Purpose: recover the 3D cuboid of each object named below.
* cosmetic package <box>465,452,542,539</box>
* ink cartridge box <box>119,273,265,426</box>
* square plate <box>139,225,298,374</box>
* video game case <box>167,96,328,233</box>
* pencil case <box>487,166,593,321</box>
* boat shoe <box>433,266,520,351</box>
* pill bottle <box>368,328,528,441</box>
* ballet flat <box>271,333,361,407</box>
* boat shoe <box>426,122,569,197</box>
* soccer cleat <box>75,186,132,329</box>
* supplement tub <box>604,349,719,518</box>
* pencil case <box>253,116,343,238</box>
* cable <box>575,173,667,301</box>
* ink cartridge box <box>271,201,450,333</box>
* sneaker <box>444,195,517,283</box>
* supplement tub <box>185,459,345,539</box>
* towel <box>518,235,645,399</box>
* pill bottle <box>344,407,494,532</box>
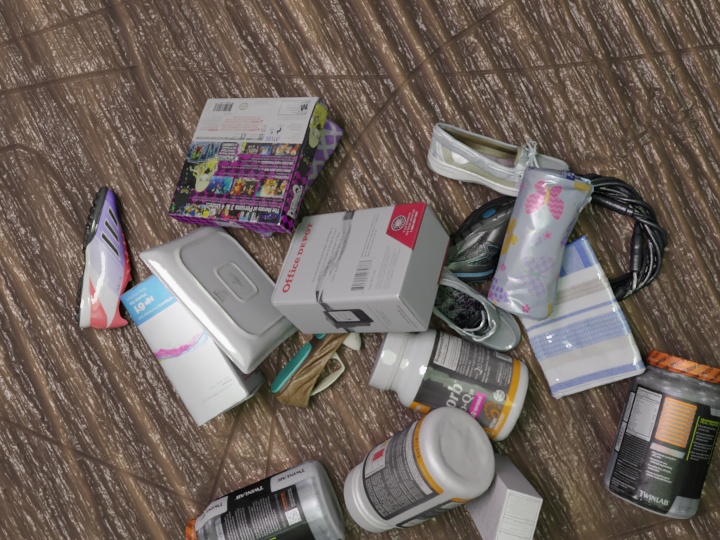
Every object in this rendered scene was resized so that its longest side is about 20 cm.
[{"bbox_3d":[0.184,0.303,0.989,0.050,0.200,0.083,17,91,-1],"label":"cosmetic package"},{"bbox_3d":[-0.222,0.096,1.023,0.084,0.145,0.201,-33,90,1],"label":"ink cartridge box"},{"bbox_3d":[-0.170,0.023,0.998,0.028,0.198,0.200,-42,90,21],"label":"square plate"},{"bbox_3d":[-0.152,-0.145,1.007,0.199,0.036,0.183,6,73,32],"label":"video game case"},{"bbox_3d":[0.234,-0.037,0.988,0.090,0.083,0.202,13,104,-11],"label":"pencil case"},{"bbox_3d":[0.148,0.063,1.023,0.200,0.072,0.070,36,106,-24],"label":"boat shoe"},{"bbox_3d":[0.119,0.147,1.032,0.199,0.116,0.117,20,91,1],"label":"pill bottle"},{"bbox_3d":[-0.045,0.112,1.065,0.072,0.068,0.201,34,90,-19],"label":"ballet flat"},{"bbox_3d":[0.193,-0.154,1.038,0.200,0.075,0.065,15,133,9],"label":"boat shoe"},{"bbox_3d":[-0.359,-0.017,1.073,0.073,0.068,0.202,7,87,-23],"label":"soccer cleat"},{"bbox_3d":[0.414,0.217,1.016,0.122,0.123,0.202,16,91,1],"label":"supplement tub"},{"bbox_3d":[-0.107,-0.140,1.055,0.084,0.085,0.200,37,91,-36],"label":"pencil case"},{"bbox_3d":[0.336,-0.053,1.057,0.162,0.051,0.201,-30,88,3],"label":"cable"},{"bbox_3d":[0.000,0.000,0.980,0.199,0.083,0.146,-4,54,34],"label":"ink cartridge box"},{"bbox_3d":[0.172,-0.035,1.061,0.199,0.073,0.082,-34,107,6],"label":"sneaker"},{"bbox_3d":[-0.130,0.352,1.035,0.199,0.123,0.123,-22,90,1],"label":"supplement tub"},{"bbox_3d":[0.287,0.069,1.034,0.146,0.024,0.201,-25,88,39],"label":"towel"},{"bbox_3d":[0.071,0.267,0.985,0.117,0.116,0.200,49,131,0],"label":"pill bottle"}]
